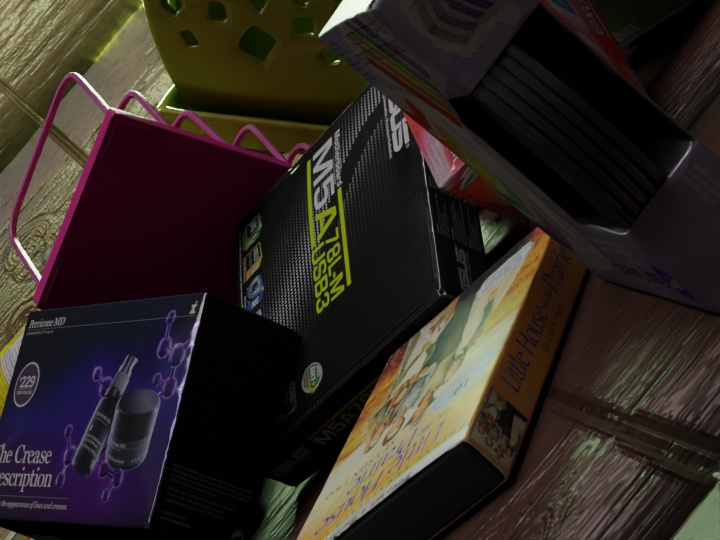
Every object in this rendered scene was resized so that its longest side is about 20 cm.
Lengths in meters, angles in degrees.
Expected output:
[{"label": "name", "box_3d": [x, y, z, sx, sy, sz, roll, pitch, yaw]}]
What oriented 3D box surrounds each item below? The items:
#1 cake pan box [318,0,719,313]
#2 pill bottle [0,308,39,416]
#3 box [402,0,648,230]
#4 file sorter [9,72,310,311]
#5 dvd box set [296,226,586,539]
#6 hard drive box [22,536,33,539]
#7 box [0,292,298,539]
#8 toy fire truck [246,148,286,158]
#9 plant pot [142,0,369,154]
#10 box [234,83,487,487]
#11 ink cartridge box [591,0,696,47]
[{"label": "cake pan box", "box_3d": [0.073, -0.063, 0.752, 0.052, 0.184, 0.200, -52, 9, -1]}, {"label": "pill bottle", "box_3d": [-0.218, 0.082, 1.340, 0.200, 0.104, 0.104, -46, 9, 15]}, {"label": "box", "box_3d": [0.073, -0.130, 1.005, 0.095, 0.099, 0.201, -45, 47, 26]}, {"label": "file sorter", "box_3d": [-0.124, -0.039, 1.240, 0.140, 0.199, 0.125, -66, 32, 15]}, {"label": "dvd box set", "box_3d": [0.039, 0.067, 0.868, 0.146, 0.029, 0.200, -43, 10, 36]}, {"label": "hard drive box", "box_3d": [-0.158, 0.156, 1.324, 0.200, 0.077, 0.156, -49, 9, -3]}, {"label": "box", "box_3d": [-0.140, 0.096, 1.093, 0.199, 0.079, 0.142, -7, 62, 49]}, {"label": "toy fire truck", "box_3d": [-0.093, -0.023, 1.509, 0.128, 0.177, 0.200, -23, -18, -40]}, {"label": "plant pot", "box_3d": [-0.055, -0.201, 1.392, 0.199, 0.198, 0.183, -65, -21, -61]}, {"label": "box", "box_3d": [-0.005, -0.002, 1.080, 0.193, 0.047, 0.201, -45, 36, 38]}, {"label": "ink cartridge box", "box_3d": [0.176, -0.187, 1.143, 0.201, 0.076, 0.148, -54, 10, -22]}]
